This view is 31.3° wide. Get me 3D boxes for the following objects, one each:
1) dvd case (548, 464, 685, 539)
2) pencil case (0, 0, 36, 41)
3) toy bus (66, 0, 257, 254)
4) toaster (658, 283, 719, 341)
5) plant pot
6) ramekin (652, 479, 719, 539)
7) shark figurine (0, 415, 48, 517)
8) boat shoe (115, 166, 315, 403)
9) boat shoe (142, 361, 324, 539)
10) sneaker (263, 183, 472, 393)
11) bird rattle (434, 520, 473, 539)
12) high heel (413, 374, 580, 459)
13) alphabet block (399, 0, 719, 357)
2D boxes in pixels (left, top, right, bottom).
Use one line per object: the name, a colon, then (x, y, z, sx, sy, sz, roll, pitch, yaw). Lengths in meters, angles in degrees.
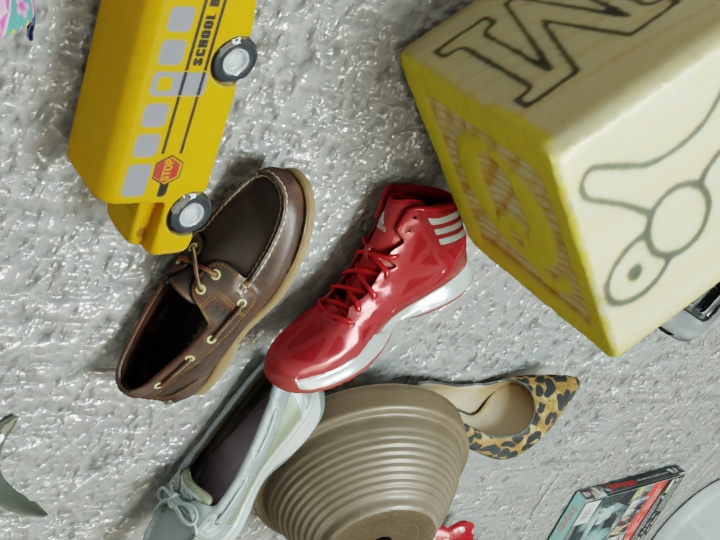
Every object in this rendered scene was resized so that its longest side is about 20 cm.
dvd case: (0.315, 0.319, 1.629, 0.199, 0.022, 0.147, -7, 131, -40)
pencil case: (-0.185, -0.196, 0.583, 0.087, 0.088, 0.201, -15, 135, -32)
toy bus: (-0.118, -0.105, 0.753, 0.078, 0.065, 0.201, -7, 132, -38)
toaster: (0.277, -0.046, 1.135, 0.200, 0.119, 0.180, -50, 144, 11)
plant pot: (0.007, 0.196, 1.109, 0.199, 0.093, 0.202, -11, 138, -10)
ramekin: (0.507, 0.396, 1.820, 0.199, 0.098, 0.202, -24, 141, -22)
shark figurine: (-0.283, 0.107, 0.804, 0.127, 0.090, 0.216, -28, 140, -15)
boat shoe: (-0.102, 0.014, 0.885, 0.070, 0.070, 0.201, 3, 125, -49)
boat shoe: (-0.112, 0.157, 1.028, 0.202, 0.074, 0.065, -48, 138, 2)
sneaker: (0.000, 0.000, 0.980, 0.199, 0.078, 0.116, -36, 137, -28)
bird rattle: (0.091, 0.351, 1.410, 0.162, 0.112, 0.202, -10, 122, -51)
high heel: (0.123, 0.120, 1.199, 0.198, 0.072, 0.143, -23, 147, -10)
alphabet block: (0.176, -0.100, 0.892, 0.199, 0.196, 0.196, -33, 128, -10)
